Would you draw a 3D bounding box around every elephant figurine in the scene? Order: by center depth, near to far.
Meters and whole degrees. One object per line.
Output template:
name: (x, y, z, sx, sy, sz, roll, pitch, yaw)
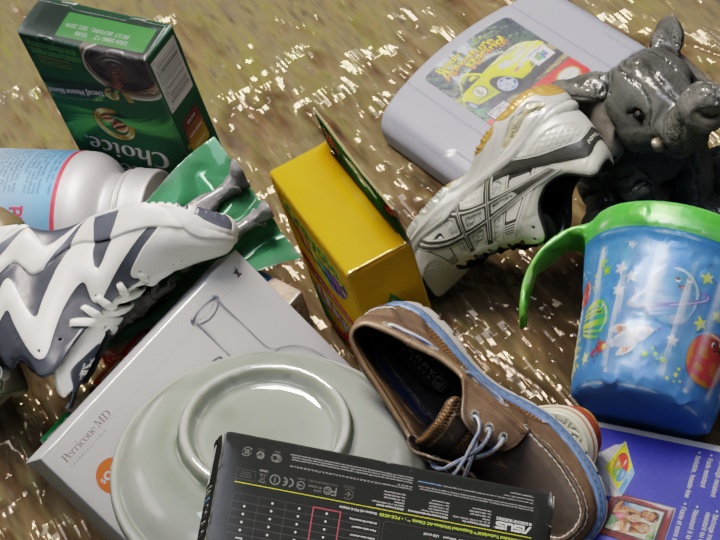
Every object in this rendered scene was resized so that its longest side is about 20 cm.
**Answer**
elephant figurine: (0.209, -0.114, 1.160, 0.155, 0.200, 0.142, 13, 57, 24)

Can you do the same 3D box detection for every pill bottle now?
pill bottle: (-0.250, -0.042, 1.281, 0.200, 0.109, 0.109, 2, 53, 17)

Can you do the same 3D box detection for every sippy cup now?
sippy cup: (0.205, 0.041, 1.093, 0.178, 0.140, 0.130, -3, 58, 45)

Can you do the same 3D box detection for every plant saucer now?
plant saucer: (-0.058, 0.111, 1.004, 0.200, 0.050, 0.200, -1, 42, 1)

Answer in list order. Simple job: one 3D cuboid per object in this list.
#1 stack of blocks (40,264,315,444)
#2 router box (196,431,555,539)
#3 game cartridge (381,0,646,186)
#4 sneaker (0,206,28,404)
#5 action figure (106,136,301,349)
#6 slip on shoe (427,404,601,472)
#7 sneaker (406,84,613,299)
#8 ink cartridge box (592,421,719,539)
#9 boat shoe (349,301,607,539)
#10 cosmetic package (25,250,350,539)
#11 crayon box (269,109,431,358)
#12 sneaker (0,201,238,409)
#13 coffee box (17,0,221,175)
stack of blocks: (-0.141, 0.080, 1.187, 0.115, 0.059, 0.200, 26, 62, 30)
router box: (0.003, 0.186, 0.904, 0.200, 0.062, 0.150, 12, 66, -6)
game cartridge: (0.121, -0.150, 1.320, 0.200, 0.041, 0.133, -39, 49, -17)
sneaker: (-0.278, 0.060, 1.202, 0.090, 0.067, 0.200, 28, 94, 19)
action figure: (-0.159, -0.003, 1.181, 0.200, 0.055, 0.118, -35, 70, -7)
slip on shoe: (0.072, 0.133, 1.073, 0.200, 0.061, 0.074, -20, 84, 28)
sneaker: (0.101, -0.036, 1.158, 0.088, 0.200, 0.076, 47, 35, 16)
ink cartridge box: (0.207, 0.200, 1.015, 0.200, 0.047, 0.198, 11, 54, 20)
boat shoe: (0.064, 0.100, 0.999, 0.200, 0.072, 0.072, 42, 110, 20)
cosmetic package: (-0.104, 0.109, 1.105, 0.151, 0.052, 0.200, 44, 67, -8)
crayon box: (0.000, 0.000, 1.117, 0.051, 0.200, 0.127, -29, 46, -9)
sneaker: (-0.177, 0.028, 1.109, 0.199, 0.079, 0.130, -7, 80, 5)
coffee box: (-0.178, -0.121, 1.266, 0.123, 0.200, 0.044, 16, 59, 23)
